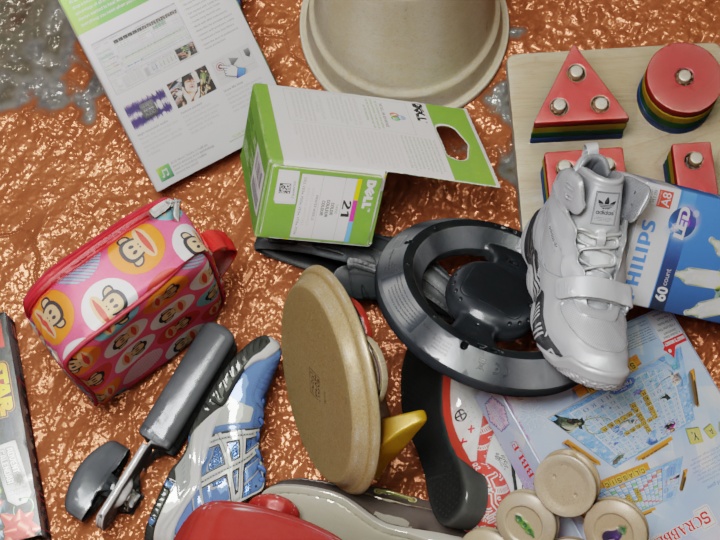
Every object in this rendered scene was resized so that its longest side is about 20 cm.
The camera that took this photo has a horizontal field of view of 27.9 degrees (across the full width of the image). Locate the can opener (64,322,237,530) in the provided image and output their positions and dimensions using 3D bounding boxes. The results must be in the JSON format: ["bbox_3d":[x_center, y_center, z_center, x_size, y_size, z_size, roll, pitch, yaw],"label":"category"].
[{"bbox_3d":[-0.181,0.128,1.239,0.067,0.053,0.201,27,74,9],"label":"can opener"}]

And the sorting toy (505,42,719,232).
[{"bbox_3d":[0.239,-0.116,1.297,0.199,0.070,0.200,-4,73,0],"label":"sorting toy"}]

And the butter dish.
[{"bbox_3d":[-0.082,0.244,1.135,0.199,0.200,0.148,20,51,-9],"label":"butter dish"}]

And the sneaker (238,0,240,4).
[{"bbox_3d":[-0.135,-0.253,1.353,0.088,0.075,0.200,41,86,3],"label":"sneaker"}]

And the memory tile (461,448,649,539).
[{"bbox_3d":[0.178,0.246,1.101,0.200,0.017,0.153,47,119,10],"label":"memory tile"}]

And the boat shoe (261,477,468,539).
[{"bbox_3d":[0.015,0.213,1.205,0.199,0.060,0.072,15,116,9],"label":"boat shoe"}]

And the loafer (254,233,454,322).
[{"bbox_3d":[0.000,0.000,1.267,0.200,0.068,0.071,27,73,16],"label":"loafer"}]

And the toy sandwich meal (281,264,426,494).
[{"bbox_3d":[-0.006,0.088,1.175,0.070,0.205,0.206,-10,72,-21],"label":"toy sandwich meal"}]

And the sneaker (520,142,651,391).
[{"bbox_3d":[0.180,-0.008,1.137,0.075,0.115,0.201,8,41,-14],"label":"sneaker"}]

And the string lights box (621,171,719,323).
[{"bbox_3d":[0.303,-0.010,1.219,0.199,0.059,0.103,11,100,-16],"label":"string lights box"}]

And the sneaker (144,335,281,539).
[{"bbox_3d":[-0.109,0.152,1.226,0.077,0.076,0.201,24,84,2],"label":"sneaker"}]

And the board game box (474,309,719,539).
[{"bbox_3d":[0.224,0.150,1.193,0.199,0.041,0.200,-19,72,-29],"label":"board game box"}]

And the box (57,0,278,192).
[{"bbox_3d":[-0.165,-0.192,1.297,0.144,0.036,0.201,-28,107,-8],"label":"box"}]

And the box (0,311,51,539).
[{"bbox_3d":[-0.351,0.148,1.243,0.136,0.040,0.201,-13,73,-4],"label":"box"}]

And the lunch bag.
[{"bbox_3d":[-0.179,0.022,1.195,0.176,0.200,0.082,-37,77,-13],"label":"lunch bag"}]

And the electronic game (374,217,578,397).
[{"bbox_3d":[0.108,0.027,1.191,0.199,0.042,0.201,12,40,-10],"label":"electronic game"}]

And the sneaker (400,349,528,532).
[{"bbox_3d":[0.102,0.139,1.229,0.107,0.067,0.202,18,40,-29],"label":"sneaker"}]

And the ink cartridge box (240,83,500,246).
[{"bbox_3d":[0.005,-0.088,1.256,0.199,0.076,0.148,5,32,-13],"label":"ink cartridge box"}]

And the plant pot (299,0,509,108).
[{"bbox_3d":[0.040,-0.260,1.285,0.199,0.184,0.202,0,72,1],"label":"plant pot"}]
